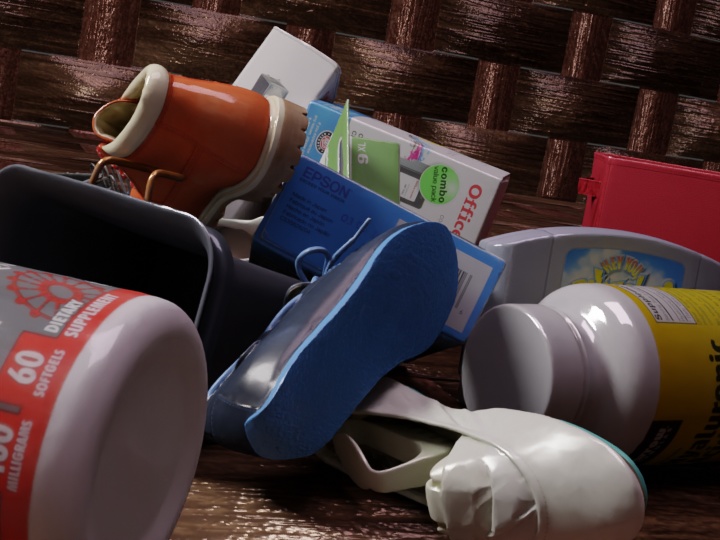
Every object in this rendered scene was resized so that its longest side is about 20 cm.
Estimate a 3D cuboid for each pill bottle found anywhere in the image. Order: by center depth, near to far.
[{"bbox_3d":[-0.169,0.048,0.426,0.200,0.116,0.116,11,9,14],"label":"pill bottle"},{"bbox_3d":[0.165,0.064,0.695,0.200,0.111,0.111,3,11,-32],"label":"pill bottle"}]

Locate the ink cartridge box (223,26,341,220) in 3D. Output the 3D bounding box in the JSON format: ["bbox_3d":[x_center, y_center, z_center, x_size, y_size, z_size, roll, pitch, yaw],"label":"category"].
[{"bbox_3d":[-0.109,-0.126,1.154,0.085,0.200,0.146,34,-17,3],"label":"ink cartridge box"}]

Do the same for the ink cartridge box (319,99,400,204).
[{"bbox_3d":[-0.007,-0.041,0.916,0.059,0.104,0.200,7,-24,-13],"label":"ink cartridge box"}]

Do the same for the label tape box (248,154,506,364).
[{"bbox_3d":[0.000,0.000,0.772,0.144,0.063,0.200,28,-10,-3],"label":"label tape box"}]

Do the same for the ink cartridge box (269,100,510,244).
[{"bbox_3d":[0.030,-0.065,1.136,0.200,0.147,0.146,23,9,7],"label":"ink cartridge box"}]

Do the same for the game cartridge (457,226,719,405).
[{"bbox_3d":[0.171,0.038,0.800,0.200,0.133,0.040,6,4,-19],"label":"game cartridge"}]

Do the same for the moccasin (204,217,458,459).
[{"bbox_3d":[-0.016,0.024,0.596,0.068,0.081,0.200,-4,19,35],"label":"moccasin"}]

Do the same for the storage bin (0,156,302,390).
[{"bbox_3d":[-0.119,0.016,0.664,0.200,0.146,0.134,16,1,36],"label":"storage bin"}]

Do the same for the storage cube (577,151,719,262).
[{"bbox_3d":[0.309,-0.016,1.137,0.200,0.180,0.171,9,9,6],"label":"storage cube"}]

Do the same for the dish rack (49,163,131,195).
[{"bbox_3d":[-0.174,-0.082,0.968,0.200,0.055,0.153,-25,18,-28],"label":"dish rack"}]

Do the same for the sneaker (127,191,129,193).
[{"bbox_3d":[-0.176,-0.029,1.039,0.066,0.078,0.200,5,11,-38],"label":"sneaker"}]

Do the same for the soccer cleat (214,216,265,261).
[{"bbox_3d":[-0.148,-0.006,0.818,0.200,0.078,0.069,-15,68,-46],"label":"soccer cleat"}]

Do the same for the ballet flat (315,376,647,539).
[{"bbox_3d":[0.043,0.097,0.540,0.069,0.069,0.200,3,5,-36],"label":"ballet flat"}]

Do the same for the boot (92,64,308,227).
[{"bbox_3d":[-0.123,-0.074,0.713,0.107,0.075,0.200,16,-20,-25],"label":"boot"}]
